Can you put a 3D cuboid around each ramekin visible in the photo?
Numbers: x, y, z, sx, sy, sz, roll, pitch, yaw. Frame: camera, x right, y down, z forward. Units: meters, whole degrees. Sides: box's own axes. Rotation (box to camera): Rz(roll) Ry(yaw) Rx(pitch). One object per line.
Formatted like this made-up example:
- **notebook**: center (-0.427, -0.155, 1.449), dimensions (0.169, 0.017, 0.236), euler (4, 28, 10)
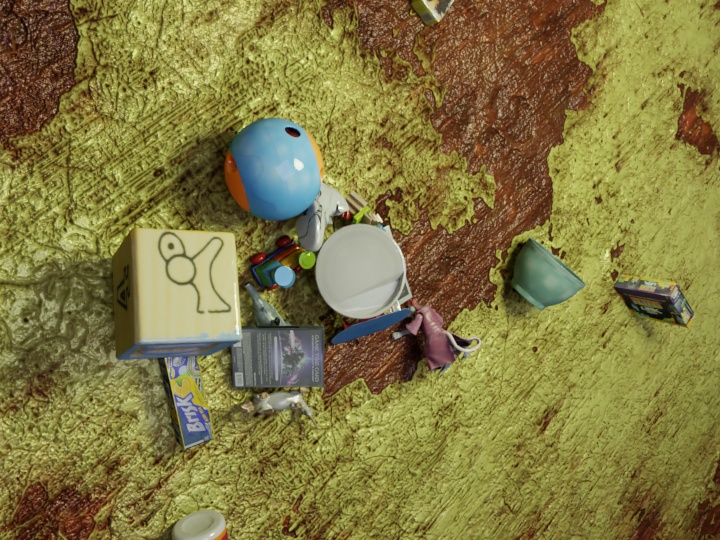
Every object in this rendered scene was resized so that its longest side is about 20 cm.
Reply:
- **ramekin**: center (0.000, 0.000, 1.373), dimensions (0.200, 0.094, 0.205), euler (0, 94, 1)

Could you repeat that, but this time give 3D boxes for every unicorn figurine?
- **unicorn figurine**: center (-0.167, 0.294, 1.379), dimensions (0.198, 0.137, 0.075), euler (14, 71, -13)

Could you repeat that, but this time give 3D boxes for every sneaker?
- **sneaker**: center (-0.080, -0.119, 1.358), dimensions (0.114, 0.075, 0.202), euler (21, 47, -39)

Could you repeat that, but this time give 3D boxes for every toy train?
- **toy train**: center (-0.132, -0.032, 1.350), dimensions (0.199, 0.115, 0.085), euler (-36, 114, -23)

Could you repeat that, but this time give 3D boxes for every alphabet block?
- **alphabet block**: center (-0.342, 0.048, 1.149), dimensions (0.193, 0.196, 0.203), euler (3, 74, -33)

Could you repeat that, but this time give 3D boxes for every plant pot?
- **plant pot**: center (0.505, 0.023, 1.736), dimensions (0.199, 0.201, 0.135), euler (31, 107, -31)

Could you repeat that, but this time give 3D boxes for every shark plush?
- **shark plush**: center (-0.185, 0.105, 1.353), dimensions (0.090, 0.083, 0.202), euler (-26, 109, -27)

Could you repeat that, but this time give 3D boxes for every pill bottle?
- **pill bottle**: center (-0.327, 0.623, 1.311), dimensions (0.112, 0.113, 0.203), euler (-12, 103, -30)

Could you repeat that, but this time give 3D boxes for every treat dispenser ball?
- **treat dispenser ball**: center (-0.172, -0.202, 1.253), dimensions (0.199, 0.200, 0.204), euler (-5, 99, -32)

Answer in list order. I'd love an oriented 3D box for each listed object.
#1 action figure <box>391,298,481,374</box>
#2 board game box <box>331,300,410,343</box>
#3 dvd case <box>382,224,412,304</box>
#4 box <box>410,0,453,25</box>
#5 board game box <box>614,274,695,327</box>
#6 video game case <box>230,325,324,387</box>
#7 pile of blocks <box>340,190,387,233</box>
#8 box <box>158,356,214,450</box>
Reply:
- **action figure**: center (0.177, 0.151, 1.553), dimensions (0.133, 0.149, 0.201), euler (-23, 76, -37)
- **board game box**: center (0.018, 0.115, 1.453), dimensions (0.198, 0.158, 0.039), euler (-16, 73, -18)
- **dvd case**: center (0.038, 0.011, 1.519), dimensions (0.149, 0.025, 0.202), euler (-30, 110, -26)
- **box**: center (0.207, -0.700, 1.522), dimensions (0.075, 0.050, 0.201), euler (40, 74, -30)
- **board game box**: center (0.943, 0.097, 2.003), dimensions (0.165, 0.199, 0.057), euler (44, 75, -27)
- **video game case**: center (-0.177, 0.186, 1.335), dimensions (0.197, 0.019, 0.145), euler (0, 112, -4)
- **pile of blocks**: center (0.017, -0.083, 1.435), dimensions (0.062, 0.082, 0.201), euler (-42, 101, -25)
- **box**: center (-0.357, 0.255, 1.275), dimensions (0.069, 0.064, 0.203), euler (-15, 105, -30)
